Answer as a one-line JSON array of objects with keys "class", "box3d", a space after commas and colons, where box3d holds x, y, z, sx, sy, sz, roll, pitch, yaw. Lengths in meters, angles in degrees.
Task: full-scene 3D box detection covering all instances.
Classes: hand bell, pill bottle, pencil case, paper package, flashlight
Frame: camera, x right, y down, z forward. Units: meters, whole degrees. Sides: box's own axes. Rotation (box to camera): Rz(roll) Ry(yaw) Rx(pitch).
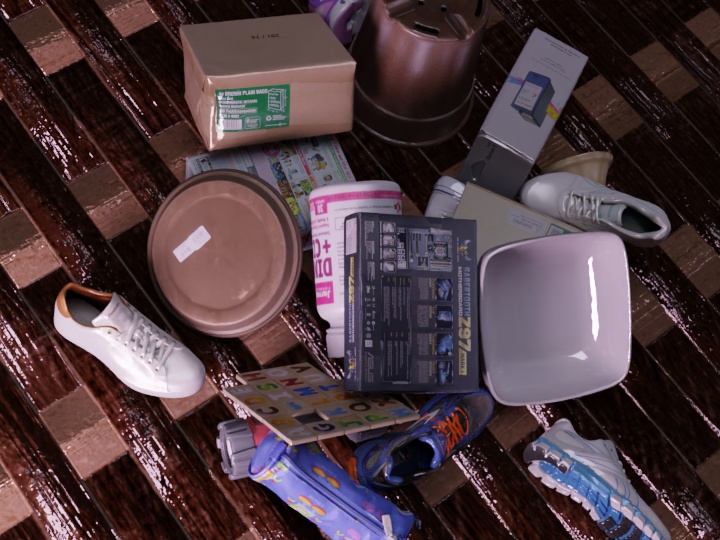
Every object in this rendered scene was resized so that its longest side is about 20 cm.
[{"class": "hand bell", "box3d": [0.308, -0.043, 1.665, 0.102, 0.104, 0.203, -9, 76, -16]}, {"class": "pill bottle", "box3d": [0.000, 0.000, 1.517, 0.111, 0.113, 0.204, -4, 86, -13]}, {"class": "pencil case", "box3d": [-0.029, 0.250, 1.391, 0.199, 0.087, 0.079, 39, 72, -11]}, {"class": "paper package", "box3d": [-0.120, -0.247, 1.623, 0.197, 0.105, 0.191, -8, 32, -15]}, {"class": "flashlight", "box3d": [-0.065, 0.189, 1.466, 0.197, 0.068, 0.069, -9, 72, -22]}]

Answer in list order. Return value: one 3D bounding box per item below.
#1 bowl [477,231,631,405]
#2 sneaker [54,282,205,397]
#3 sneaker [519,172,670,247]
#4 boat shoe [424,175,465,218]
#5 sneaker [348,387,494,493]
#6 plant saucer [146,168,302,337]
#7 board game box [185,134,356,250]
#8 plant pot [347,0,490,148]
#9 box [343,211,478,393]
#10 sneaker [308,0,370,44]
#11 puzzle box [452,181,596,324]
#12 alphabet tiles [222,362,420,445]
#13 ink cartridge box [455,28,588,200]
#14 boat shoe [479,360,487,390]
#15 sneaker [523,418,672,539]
[{"class": "bowl", "box3d": [0.225, 0.053, 1.535, 0.197, 0.075, 0.203, -8, 101, -17]}, {"class": "sneaker", "box3d": [-0.270, 0.080, 1.469, 0.198, 0.085, 0.073, 26, 58, 2]}, {"class": "sneaker", "box3d": [0.298, -0.080, 1.596, 0.197, 0.080, 0.072, 14, 93, 6]}, {"class": "boat shoe", "box3d": [0.175, -0.047, 1.646, 0.198, 0.074, 0.067, 28, 81, 10]}, {"class": "sneaker", "box3d": [0.083, 0.201, 1.464, 0.199, 0.078, 0.076, -32, 102, -25]}, {"class": "plant saucer", "box3d": [-0.166, -0.020, 1.511, 0.196, 0.029, 0.204, 0, 92, 12]}, {"class": "board game box", "box3d": [-0.106, -0.095, 1.609, 0.197, 0.065, 0.149, -17, 67, -18]}, {"class": "plant pot", "box3d": [0.078, -0.302, 1.681, 0.196, 0.199, 0.203, 4, 61, -8]}, {"class": "box", "box3d": [0.059, 0.039, 1.450, 0.155, 0.051, 0.204, 2, 84, -25]}, {"class": "sneaker", "box3d": [-0.001, -0.404, 1.795, 0.088, 0.081, 0.200, 32, 56, 26]}, {"class": "puzzle box", "box3d": [0.199, -0.012, 1.599, 0.197, 0.025, 0.135, 24, 103, 1]}, {"class": "alphabet tiles", "box3d": [-0.054, 0.144, 1.431, 0.165, 0.008, 0.199, -7, 19, -31]}, {"class": "ink cartridge box", "box3d": [0.210, -0.193, 1.678, 0.087, 0.146, 0.201, 29, 59, 5]}, {"class": "boat shoe", "box3d": [0.096, 0.070, 1.557, 0.070, 0.064, 0.201, -25, 71, -22]}, {"class": "sneaker", "box3d": [0.295, 0.249, 1.499, 0.199, 0.075, 0.087, 41, 56, 11]}]
